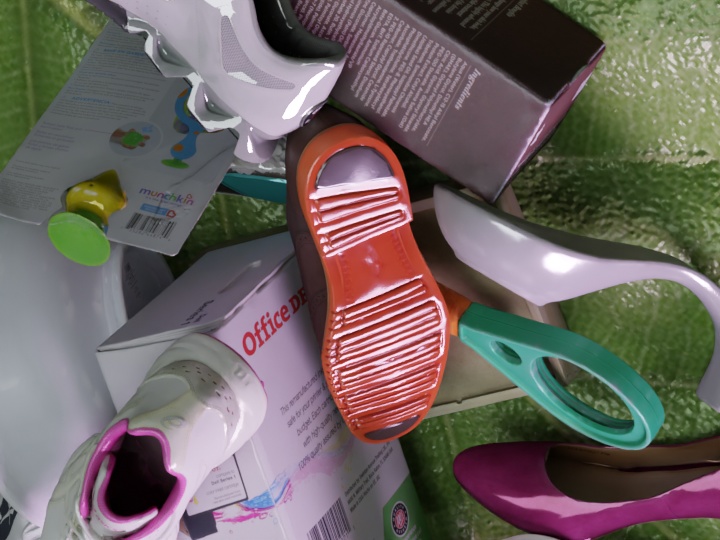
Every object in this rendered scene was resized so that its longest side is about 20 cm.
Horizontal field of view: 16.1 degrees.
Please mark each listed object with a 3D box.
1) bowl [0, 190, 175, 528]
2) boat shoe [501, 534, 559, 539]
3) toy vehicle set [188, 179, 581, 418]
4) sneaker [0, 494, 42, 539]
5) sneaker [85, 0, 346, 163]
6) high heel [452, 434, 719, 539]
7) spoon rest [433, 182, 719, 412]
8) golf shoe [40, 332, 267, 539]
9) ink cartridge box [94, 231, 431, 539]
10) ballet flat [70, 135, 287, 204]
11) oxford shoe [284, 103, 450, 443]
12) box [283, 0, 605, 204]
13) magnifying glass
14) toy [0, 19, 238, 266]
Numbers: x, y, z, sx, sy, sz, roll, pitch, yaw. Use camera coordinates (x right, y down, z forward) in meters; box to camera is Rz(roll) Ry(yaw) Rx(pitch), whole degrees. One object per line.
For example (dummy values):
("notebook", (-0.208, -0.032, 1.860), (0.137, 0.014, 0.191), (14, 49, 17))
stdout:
("bowl", (-0.153, 0.037, 1.420), (0.090, 0.201, 0.202), (-15, 106, 15))
("boat shoe", (0.058, 0.208, 1.441), (0.073, 0.062, 0.200), (30, 145, -18))
("toy vehicle set", (0.012, 0.025, 1.432), (0.199, 0.027, 0.125), (-14, 106, 28))
("sneaker", (-0.235, 0.170, 1.572), (0.129, 0.080, 0.200), (6, 125, 11))
("sneaker", (-0.086, -0.154, 1.257), (0.200, 0.074, 0.088), (44, 123, -11))
("high heel", (0.152, 0.101, 1.381), (0.199, 0.068, 0.097), (9, 127, 3))
("spoon rest", (0.124, 0.002, 1.332), (0.199, 0.099, 0.061), (31, 92, -19))
("golf shoe", (-0.125, 0.117, 1.294), (0.075, 0.092, 0.200), (37, 125, 5))
("ink cartridge box", (-0.049, 0.097, 1.389), (0.084, 0.145, 0.201), (-10, 108, 28))
("ballet flat", (-0.077, -0.072, 1.409), (0.199, 0.072, 0.072), (4, 114, 20))
("oxford shoe", (0.000, 0.000, 1.348), (0.071, 0.073, 0.201), (-17, 124, -14))
("box", (0.018, -0.130, 1.319), (0.199, 0.100, 0.075), (33, 121, 8))
("magnifying glass", (0.074, 0.037, 1.366), (0.199, 0.022, 0.080), (31, 157, 18))
("toy", (-0.107, -0.072, 1.349), (0.114, 0.200, 0.047), (13, 132, 18))
